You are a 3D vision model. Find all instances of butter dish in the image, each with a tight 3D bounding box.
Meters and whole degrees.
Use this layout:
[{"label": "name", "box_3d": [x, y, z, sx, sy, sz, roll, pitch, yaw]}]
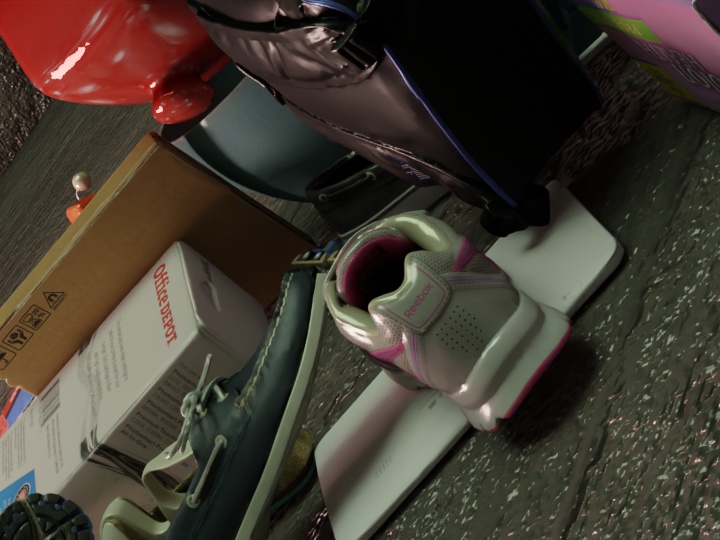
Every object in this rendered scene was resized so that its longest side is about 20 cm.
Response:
[{"label": "butter dish", "box_3d": [-0.137, -0.166, 1.073, 0.200, 0.148, 0.199, -9, -17, -44]}]

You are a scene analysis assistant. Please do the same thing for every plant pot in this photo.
[{"label": "plant pot", "box_3d": [-0.027, -0.126, 1.157, 0.200, 0.135, 0.200, -45, 19, 20]}]

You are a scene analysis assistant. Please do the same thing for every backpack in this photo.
[{"label": "backpack", "box_3d": [0.020, -0.137, 0.864, 0.147, 0.183, 0.200, -53, 35, -11]}]

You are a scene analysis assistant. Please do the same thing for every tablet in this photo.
[{"label": "tablet", "box_3d": [0.048, 0.044, 0.835, 0.200, 0.014, 0.130, -48, 17, 8]}]

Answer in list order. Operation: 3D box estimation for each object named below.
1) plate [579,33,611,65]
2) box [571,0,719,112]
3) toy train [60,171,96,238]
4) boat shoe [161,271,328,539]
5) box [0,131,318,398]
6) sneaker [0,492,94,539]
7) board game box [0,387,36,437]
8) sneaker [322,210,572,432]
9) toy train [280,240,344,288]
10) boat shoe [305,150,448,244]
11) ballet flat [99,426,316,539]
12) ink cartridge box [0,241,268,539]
[{"label": "plate", "box_3d": [0.081, -0.165, 0.989, 0.200, 0.032, 0.200, -43, 48, -2]}, {"label": "box", "box_3d": [0.206, -0.169, 0.725, 0.200, 0.097, 0.176, -51, 18, 3]}, {"label": "toy train", "box_3d": [-0.176, -0.001, 1.257, 0.056, 0.151, 0.200, -35, 16, -21]}, {"label": "boat shoe", "box_3d": [-0.065, 0.090, 0.833, 0.075, 0.062, 0.201, -54, -17, -76]}, {"label": "box", "box_3d": [-0.147, 0.020, 1.136, 0.200, 0.163, 0.021, -48, 41, 10]}, {"label": "sneaker", "box_3d": [-0.194, 0.234, 0.957, 0.085, 0.077, 0.201, 102, -176, -75]}, {"label": "board game box", "box_3d": [-0.217, 0.087, 1.234, 0.103, 0.019, 0.200, 47, 117, 38]}, {"label": "sneaker", "box_3d": [0.026, 0.008, 0.789, 0.081, 0.088, 0.200, -53, 17, -6]}, {"label": "toy train", "box_3d": [0.000, 0.000, 1.007, 0.046, 0.034, 0.200, -53, 17, -16]}, {"label": "boat shoe", "box_3d": [0.042, -0.092, 1.028, 0.200, 0.066, 0.070, -39, 22, 31]}, {"label": "ballet flat", "box_3d": [-0.109, 0.143, 0.941, 0.200, 0.071, 0.071, -43, 19, 25]}, {"label": "ink cartridge box", "box_3d": [-0.146, 0.099, 1.072, 0.200, 0.084, 0.146, -47, 25, 10]}]
